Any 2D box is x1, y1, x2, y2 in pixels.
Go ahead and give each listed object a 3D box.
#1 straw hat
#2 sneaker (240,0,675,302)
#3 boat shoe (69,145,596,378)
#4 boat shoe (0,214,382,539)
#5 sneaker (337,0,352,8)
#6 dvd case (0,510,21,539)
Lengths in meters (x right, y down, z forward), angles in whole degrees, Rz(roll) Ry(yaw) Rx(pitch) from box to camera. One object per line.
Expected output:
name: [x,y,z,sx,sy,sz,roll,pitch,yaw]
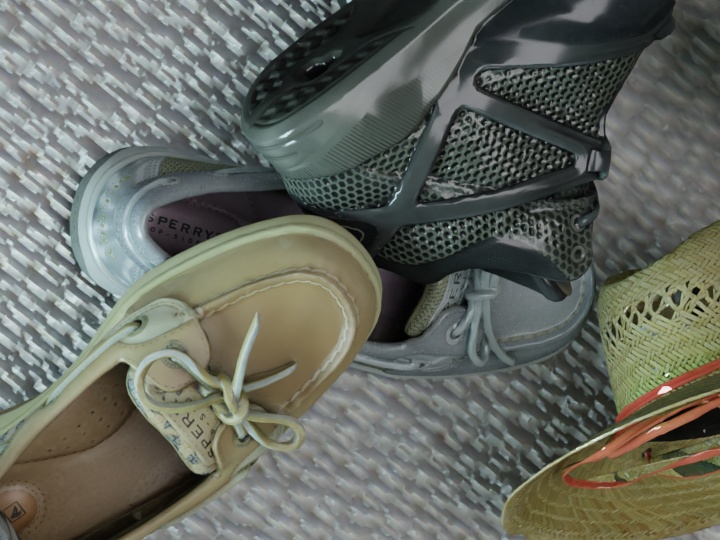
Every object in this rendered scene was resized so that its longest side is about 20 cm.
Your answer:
straw hat: [0.131,0.028,0.979,0.201,0.201,0.085,-9,68,-23]
sneaker: [0.068,-0.068,0.901,0.199,0.076,0.114,-38,120,-4]
boat shoe: [0.000,-0.002,0.953,0.202,0.065,0.075,14,90,-25]
boat shoe: [-0.075,0.058,0.885,0.200,0.063,0.073,-38,112,13]
sneaker: [-0.001,-0.139,0.928,0.200,0.080,0.086,36,94,-35]
dvd case: [-0.139,0.173,0.889,0.146,0.022,0.200,-29,117,6]
